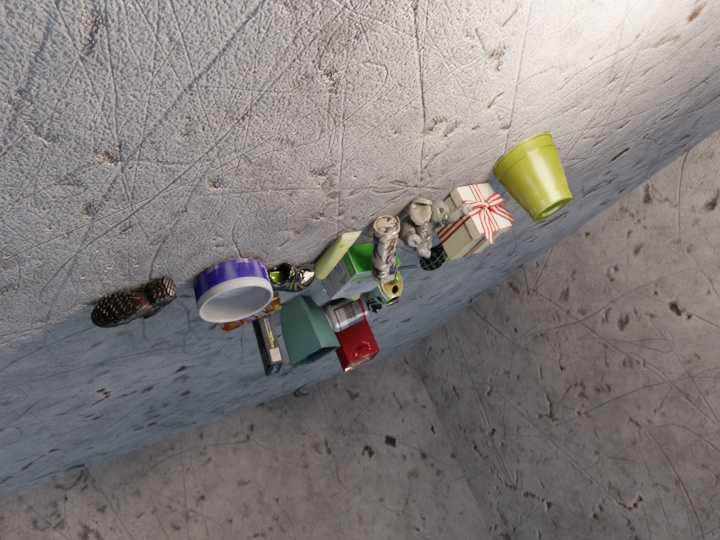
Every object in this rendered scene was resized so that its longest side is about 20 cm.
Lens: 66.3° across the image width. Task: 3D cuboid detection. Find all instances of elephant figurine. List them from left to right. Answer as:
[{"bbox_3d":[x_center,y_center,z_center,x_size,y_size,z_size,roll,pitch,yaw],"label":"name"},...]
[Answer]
[{"bbox_3d":[0.202,-0.153,1.605,0.203,0.152,0.142,-57,-168,13],"label":"elephant figurine"}]

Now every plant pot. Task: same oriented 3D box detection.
[{"bbox_3d":[-0.188,0.201,1.904,0.139,0.205,0.140,-30,163,19],"label":"plant pot"},{"bbox_3d":[0.522,-0.262,1.630,0.195,0.198,0.201,-23,164,-7],"label":"plant pot"}]

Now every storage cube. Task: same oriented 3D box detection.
[{"bbox_3d":[-0.031,0.350,2.620,0.166,0.184,0.201,-20,164,-18],"label":"storage cube"}]

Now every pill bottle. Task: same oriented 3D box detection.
[{"bbox_3d":[-0.071,0.171,2.150,0.194,0.113,0.111,-23,163,-11],"label":"pill bottle"}]

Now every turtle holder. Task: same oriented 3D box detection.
[{"bbox_3d":[0.100,0.040,1.988,0.139,0.135,0.184,-4,153,-50],"label":"turtle holder"}]

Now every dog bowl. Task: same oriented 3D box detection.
[{"bbox_3d":[-0.329,0.054,1.426,0.194,0.081,0.202,-18,156,-8],"label":"dog bowl"}]

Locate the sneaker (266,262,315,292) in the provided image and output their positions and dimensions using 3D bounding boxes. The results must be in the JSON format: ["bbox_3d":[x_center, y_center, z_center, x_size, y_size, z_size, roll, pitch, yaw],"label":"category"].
[{"bbox_3d":[-0.203,0.020,1.576,0.195,0.073,0.082,-5,160,-44],"label":"sneaker"}]

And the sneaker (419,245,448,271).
[{"bbox_3d":[0.320,-0.061,2.135,0.196,0.079,0.079,-31,172,14],"label":"sneaker"}]

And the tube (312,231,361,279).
[{"bbox_3d":[-0.075,-0.049,1.611,0.200,0.051,0.059,-47,-163,38],"label":"tube"}]

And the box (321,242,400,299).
[{"bbox_3d":[0.000,0.000,1.779,0.196,0.099,0.176,-12,159,-41],"label":"box"}]

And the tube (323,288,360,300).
[{"bbox_3d":[-0.060,0.066,1.955,0.199,0.051,0.060,23,88,-64],"label":"tube"}]

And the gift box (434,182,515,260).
[{"bbox_3d":[0.358,-0.149,1.720,0.181,0.204,0.187,-19,162,-37],"label":"gift box"}]

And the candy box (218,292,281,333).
[{"bbox_3d":[-0.340,0.113,1.671,0.195,0.058,0.117,-24,163,-13],"label":"candy box"}]

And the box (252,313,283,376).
[{"bbox_3d":[-0.305,0.225,1.797,0.049,0.206,0.158,-11,160,-21],"label":"box"}]

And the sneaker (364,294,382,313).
[{"bbox_3d":[0.057,0.109,2.228,0.076,0.093,0.200,19,167,-1],"label":"sneaker"}]

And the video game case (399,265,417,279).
[{"bbox_3d":[0.124,0.030,2.195,0.196,0.018,0.142,-9,156,-47],"label":"video game case"}]

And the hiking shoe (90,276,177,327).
[{"bbox_3d":[-0.522,0.091,1.290,0.195,0.077,0.101,-21,160,-21],"label":"hiking shoe"}]

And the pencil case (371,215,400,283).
[{"bbox_3d":[0.076,-0.062,1.617,0.087,0.078,0.205,-22,137,-24],"label":"pencil case"}]
